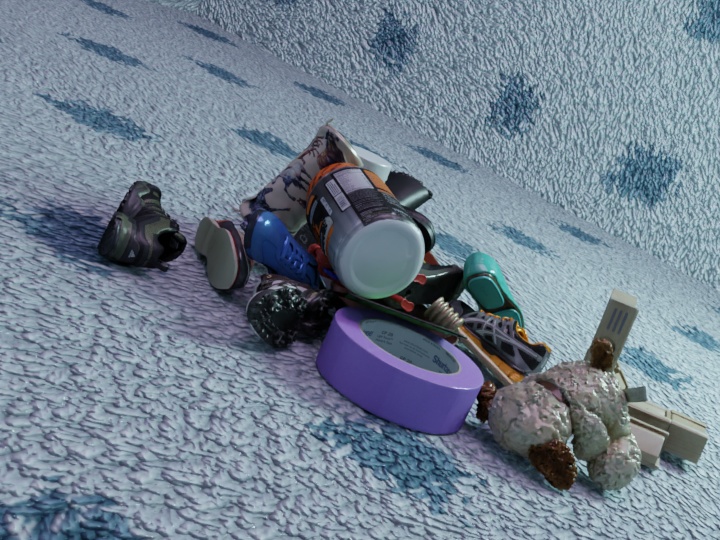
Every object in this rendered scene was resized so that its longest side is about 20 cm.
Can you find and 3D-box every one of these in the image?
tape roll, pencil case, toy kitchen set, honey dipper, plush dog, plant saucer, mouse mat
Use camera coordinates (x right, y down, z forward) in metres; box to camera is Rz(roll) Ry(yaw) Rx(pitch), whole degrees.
[{"bbox_3d":[0.048,0.120,1.417,0.199,0.066,0.200,22,14,-6],"label":"tape roll"},{"bbox_3d":[-0.086,-0.121,1.640,0.089,0.200,0.078,44,7,-18],"label":"pencil case"},{"bbox_3d":[0.407,0.159,1.616,0.199,0.182,0.163,23,15,11],"label":"toy kitchen set"},{"bbox_3d":[0.166,0.120,1.586,0.200,0.038,0.038,47,20,13],"label":"honey dipper"},{"bbox_3d":[0.235,0.175,1.410,0.171,0.162,0.200,-17,38,-33],"label":"plush dog"},{"bbox_3d":[0.043,0.070,1.644,0.199,0.035,0.200,23,15,-7],"label":"plant saucer"},{"bbox_3d":[0.044,0.055,1.501,0.160,0.008,0.200,20,-4,-10],"label":"mouse mat"}]

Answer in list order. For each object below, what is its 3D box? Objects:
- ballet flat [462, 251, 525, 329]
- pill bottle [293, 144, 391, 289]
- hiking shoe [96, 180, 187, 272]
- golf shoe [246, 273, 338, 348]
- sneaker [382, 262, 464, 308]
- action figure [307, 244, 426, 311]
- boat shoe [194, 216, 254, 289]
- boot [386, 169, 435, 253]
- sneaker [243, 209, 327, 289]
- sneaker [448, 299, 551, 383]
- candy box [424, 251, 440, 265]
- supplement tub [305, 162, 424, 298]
[{"bbox_3d":[0.205,0.041,1.751,0.200,0.067,0.071,59,25,-46],"label":"ballet flat"},{"bbox_3d":[-0.029,-0.082,1.727,0.110,0.201,0.111,23,13,-6],"label":"pill bottle"},{"bbox_3d":[-0.276,-0.049,1.507,0.100,0.076,0.200,30,22,-11],"label":"hiking shoe"},{"bbox_3d":[-0.107,0.046,1.432,0.094,0.078,0.200,21,4,21],"label":"golf shoe"},{"bbox_3d":[0.076,0.003,1.715,0.199,0.077,0.114,-2,35,-49],"label":"sneaker"},{"bbox_3d":[0.000,0.000,1.618,0.199,0.066,0.052,24,1,35],"label":"action figure"},{"bbox_3d":[-0.174,-0.021,1.557,0.062,0.072,0.200,21,11,-24],"label":"boat shoe"},{"bbox_3d":[0.062,-0.096,1.837,0.197,0.074,0.162,14,30,29],"label":"boot"},{"bbox_3d":[-0.091,-0.016,1.518,0.078,0.066,0.200,18,-20,23],"label":"sneaker"},{"bbox_3d":[0.198,0.098,1.670,0.200,0.077,0.078,44,0,41],"label":"sneaker"},{"bbox_3d":[0.071,-0.036,1.922,0.117,0.056,0.200,52,-3,-34],"label":"candy box"},{"bbox_3d":[-0.001,-0.060,1.538,0.122,0.123,0.200,17,21,-27],"label":"supplement tub"}]
